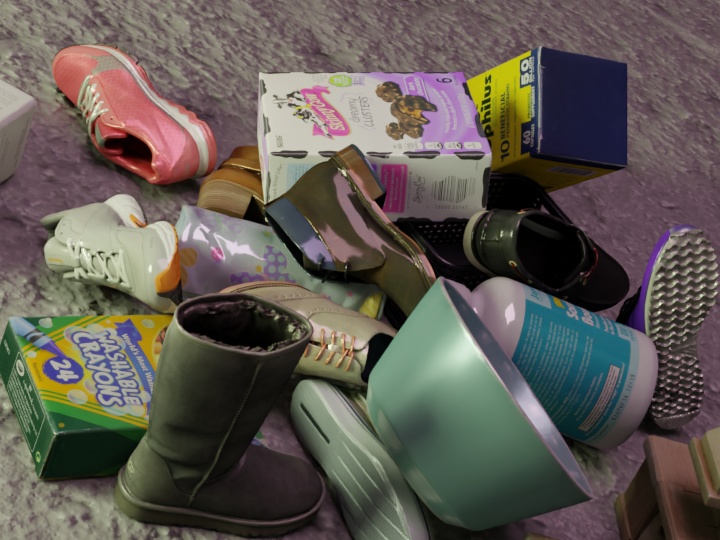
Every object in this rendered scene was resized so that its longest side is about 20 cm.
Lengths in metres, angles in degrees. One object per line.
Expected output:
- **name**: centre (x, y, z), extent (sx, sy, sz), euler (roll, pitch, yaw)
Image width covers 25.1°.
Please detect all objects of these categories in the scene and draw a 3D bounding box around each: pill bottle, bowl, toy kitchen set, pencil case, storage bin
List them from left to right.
- **pencil case**: centre (-0.074, 0.007, 1.389), extent (0.199, 0.083, 0.091), euler (13, 41, -12)
- **bowl**: centre (0.078, 0.116, 1.222), extent (0.201, 0.105, 0.201), euler (53, 6, -8)
- **storage bin**: centre (0.106, -0.015, 1.538), extent (0.199, 0.094, 0.135), euler (-4, 43, -36)
- **pill bottle**: centre (0.150, 0.075, 1.410), extent (0.199, 0.111, 0.111), euler (22, 32, -15)
- **toy kitchen set**: centre (0.208, 0.182, 1.261), extent (0.179, 0.164, 0.201), euler (16, 33, -13)

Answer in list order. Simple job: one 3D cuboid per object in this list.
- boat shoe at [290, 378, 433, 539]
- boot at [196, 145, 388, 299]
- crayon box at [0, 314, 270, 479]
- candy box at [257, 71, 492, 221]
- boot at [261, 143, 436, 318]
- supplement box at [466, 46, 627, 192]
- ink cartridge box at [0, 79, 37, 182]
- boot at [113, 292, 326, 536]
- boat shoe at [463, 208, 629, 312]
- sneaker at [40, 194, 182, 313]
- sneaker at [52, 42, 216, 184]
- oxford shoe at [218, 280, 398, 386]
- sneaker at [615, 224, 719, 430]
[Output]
- **boat shoe**: centre (0.012, 0.152, 1.262), extent (0.062, 0.072, 0.200), euler (-1, 38, -32)
- **boot**: centre (-0.054, -0.046, 1.510), extent (0.199, 0.077, 0.155), euler (17, 29, 1)
- **crayon box**: centre (-0.166, 0.093, 1.246), extent (0.199, 0.052, 0.126), euler (1, 40, -33)
- **candy box**: centre (0.007, -0.115, 1.474), extent (0.198, 0.072, 0.168), euler (-1, 33, -7)
- **boot**: centre (0.000, 0.000, 1.340), extent (0.097, 0.075, 0.201), euler (-27, 71, -10)
- **supplement box**: centre (0.171, -0.144, 1.647), extent (0.109, 0.200, 0.110), euler (6, 79, -26)
- **ink cartridge box**: centre (-0.389, -0.110, 1.355), extent (0.146, 0.083, 0.200), euler (29, 32, 7)
- **boot**: centre (-0.077, 0.102, 1.152), extent (0.181, 0.201, 0.073), euler (2, 39, -31)
- **boat shoe**: centre (0.180, -0.004, 1.453), extent (0.201, 0.074, 0.063), euler (22, -13, -41)
- **sneaker**: centre (-0.206, -0.008, 1.321), extent (0.091, 0.076, 0.200), euler (-9, 17, -23)
- **sneaker**: centre (-0.229, -0.149, 1.526), extent (0.200, 0.074, 0.087), euler (36, 38, 19)
- **oxford shoe**: centre (-0.029, 0.053, 1.298), extent (0.199, 0.071, 0.074), euler (12, 3, -35)
- **sneaker**: centre (0.271, 0.040, 1.488), extent (0.069, 0.201, 0.100), euler (-9, 29, -17)
